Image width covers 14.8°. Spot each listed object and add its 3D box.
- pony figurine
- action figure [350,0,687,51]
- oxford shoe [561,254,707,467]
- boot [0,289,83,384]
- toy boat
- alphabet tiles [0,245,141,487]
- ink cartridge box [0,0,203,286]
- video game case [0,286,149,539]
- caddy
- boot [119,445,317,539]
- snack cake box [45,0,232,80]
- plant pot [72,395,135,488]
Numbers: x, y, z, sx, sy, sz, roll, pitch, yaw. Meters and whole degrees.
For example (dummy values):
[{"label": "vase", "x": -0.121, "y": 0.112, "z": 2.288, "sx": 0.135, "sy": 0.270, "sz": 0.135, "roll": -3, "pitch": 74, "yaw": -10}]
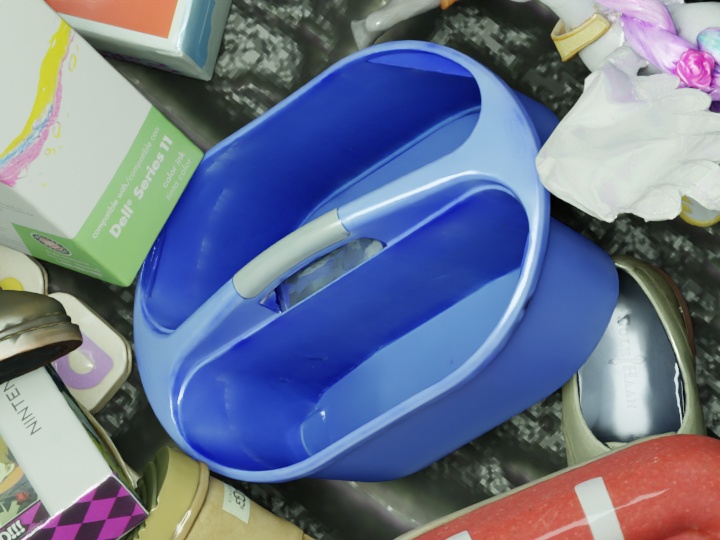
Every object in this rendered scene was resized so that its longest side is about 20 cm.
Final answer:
[{"label": "pony figurine", "x": 0.120, "y": -0.077, "z": 1.004, "sx": 0.193, "sy": 0.200, "sz": 0.167, "roll": 20, "pitch": 76, "yaw": 55}, {"label": "action figure", "x": 0.087, "y": -0.134, "z": 1.107, "sx": 0.192, "sy": 0.105, "sz": 0.201, "roll": -10, "pitch": 85, "yaw": 1}, {"label": "oxford shoe", "x": 0.110, "y": 0.092, "z": 1.091, "sx": 0.070, "sy": 0.074, "sz": 0.201, "roll": -14, "pitch": 81, "yaw": 9}, {"label": "boot", "x": -0.198, "y": 0.006, "z": 1.046, "sx": 0.199, "sy": 0.075, "sz": 0.097, "roll": -11, "pitch": 83, "yaw": 23}, {"label": "toy boat", "x": 0.080, "y": 0.149, "z": 0.995, "sx": 0.199, "sy": 0.131, "sz": 0.131, "roll": -22, "pitch": 102, "yaw": -5}, {"label": "alphabet tiles", "x": -0.192, "y": 0.081, "z": 1.181, "sx": 0.195, "sy": 0.015, "sz": 0.200, "roll": 41, "pitch": 91, "yaw": 12}, {"label": "ink cartridge box", "x": -0.165, "y": -0.081, "z": 1.059, "sx": 0.117, "sy": 0.200, "sz": 0.068, "roll": 17, "pitch": 71, "yaw": 42}, {"label": "video game case", "x": -0.201, "y": 0.094, "z": 1.074, "sx": 0.200, "sy": 0.036, "sz": 0.181, "roll": -36, "pitch": 42, "yaw": -3}, {"label": "caddy", "x": 0.000, "y": 0.000, "z": 1.075, "sx": 0.200, "sy": 0.105, "sz": 0.142, "roll": -33, "pitch": 64, "yaw": 27}, {"label": "boot", "x": -0.029, "y": 0.180, "z": 1.086, "sx": 0.199, "sy": 0.066, "sz": 0.175, "roll": 30, "pitch": 112, "yaw": -14}, {"label": "snack cake box", "x": -0.095, "y": -0.192, "z": 1.170, "sx": 0.114, "sy": 0.067, "sz": 0.201, "roll": 14, "pitch": 86, "yaw": 10}, {"label": "plant pot", "x": -0.179, "y": 0.130, "z": 1.151, "sx": 0.199, "sy": 0.027, "sz": 0.201, "roll": -1, "pitch": 84, "yaw": 11}]
